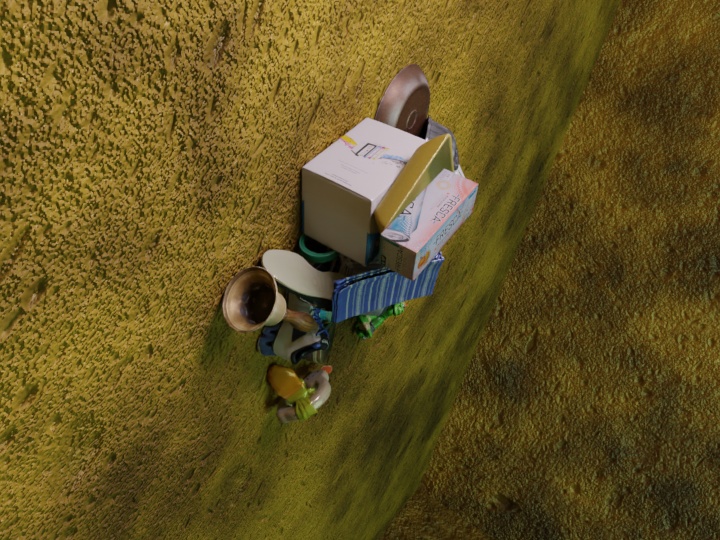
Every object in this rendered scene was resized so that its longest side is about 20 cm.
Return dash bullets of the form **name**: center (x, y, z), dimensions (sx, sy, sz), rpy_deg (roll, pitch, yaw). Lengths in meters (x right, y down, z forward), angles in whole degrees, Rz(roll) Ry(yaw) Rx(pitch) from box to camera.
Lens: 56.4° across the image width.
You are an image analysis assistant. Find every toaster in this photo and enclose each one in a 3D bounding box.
- **toaster**: center (0.000, 0.000, 1.294), dimensions (0.128, 0.114, 0.201), rpy_deg (-1, 134, -27)

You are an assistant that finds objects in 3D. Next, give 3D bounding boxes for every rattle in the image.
- **rattle**: center (-0.132, 0.221, 1.441), dimensions (0.130, 0.143, 0.200), rpy_deg (-38, -168, 33)

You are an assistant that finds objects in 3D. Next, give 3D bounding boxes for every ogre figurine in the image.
- **ogre figurine**: center (0.045, 0.077, 1.608), dimensions (0.119, 0.098, 0.202), rpy_deg (-31, 131, -26)

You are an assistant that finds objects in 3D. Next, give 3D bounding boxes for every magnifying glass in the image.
- **magnifying glass**: center (-0.048, -0.084, 1.232), dimensions (0.201, 0.079, 0.023), rpy_deg (-57, 158, -44)

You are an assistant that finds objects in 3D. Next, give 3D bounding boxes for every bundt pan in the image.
- **bundt pan**: center (0.142, -0.211, 1.396), dimensions (0.202, 0.075, 0.204), rpy_deg (-163, -90, -85)

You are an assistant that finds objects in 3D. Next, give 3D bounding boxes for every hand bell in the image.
- **hand bell**: center (-0.128, 0.072, 1.115), dimensions (0.105, 0.104, 0.200), rpy_deg (-62, 148, -2)

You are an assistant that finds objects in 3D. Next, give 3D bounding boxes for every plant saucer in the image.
- **plant saucer**: center (0.088, -0.303, 1.329), dimensions (0.201, 0.036, 0.202), rpy_deg (-49, 154, -33)
- **plant saucer**: center (0.088, -0.108, 1.132), dimensions (0.201, 0.048, 0.200), rpy_deg (-55, 157, -16)

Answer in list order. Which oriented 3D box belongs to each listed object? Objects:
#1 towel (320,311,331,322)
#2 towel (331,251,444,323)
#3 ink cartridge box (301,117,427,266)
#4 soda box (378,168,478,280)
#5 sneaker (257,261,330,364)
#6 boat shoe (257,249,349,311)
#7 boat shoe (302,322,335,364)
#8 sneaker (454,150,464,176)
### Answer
- **towel**: center (-0.042, 0.045, 1.454), dimensions (0.148, 0.022, 0.200), rpy_deg (-66, 159, 9)
- **towel**: center (0.044, 0.035, 1.159), dimensions (0.198, 0.024, 0.145), rpy_deg (-15, 153, -12)
- **ink cartridge box**: center (0.011, -0.144, 1.179), dimensions (0.200, 0.144, 0.148), rpy_deg (-45, 152, -38)
- **soda box**: center (0.109, -0.076, 1.059), dimensions (0.200, 0.068, 0.064), rpy_deg (-46, 153, -36)
- **sneaker**: center (-0.095, 0.090, 1.250), dimensions (0.201, 0.114, 0.081), rpy_deg (-62, 160, -5)
- **boat shoe**: center (-0.097, 0.023, 1.159), dimensions (0.200, 0.063, 0.074), rpy_deg (22, 52, -38)
- **boat shoe**: center (-0.092, 0.145, 1.397), dimensions (0.201, 0.065, 0.073), rpy_deg (-54, 153, -82)
- **sneaker**: center (0.199, -0.227, 1.550), dimensions (0.075, 0.202, 0.115), rpy_deg (-23, -178, 5)
